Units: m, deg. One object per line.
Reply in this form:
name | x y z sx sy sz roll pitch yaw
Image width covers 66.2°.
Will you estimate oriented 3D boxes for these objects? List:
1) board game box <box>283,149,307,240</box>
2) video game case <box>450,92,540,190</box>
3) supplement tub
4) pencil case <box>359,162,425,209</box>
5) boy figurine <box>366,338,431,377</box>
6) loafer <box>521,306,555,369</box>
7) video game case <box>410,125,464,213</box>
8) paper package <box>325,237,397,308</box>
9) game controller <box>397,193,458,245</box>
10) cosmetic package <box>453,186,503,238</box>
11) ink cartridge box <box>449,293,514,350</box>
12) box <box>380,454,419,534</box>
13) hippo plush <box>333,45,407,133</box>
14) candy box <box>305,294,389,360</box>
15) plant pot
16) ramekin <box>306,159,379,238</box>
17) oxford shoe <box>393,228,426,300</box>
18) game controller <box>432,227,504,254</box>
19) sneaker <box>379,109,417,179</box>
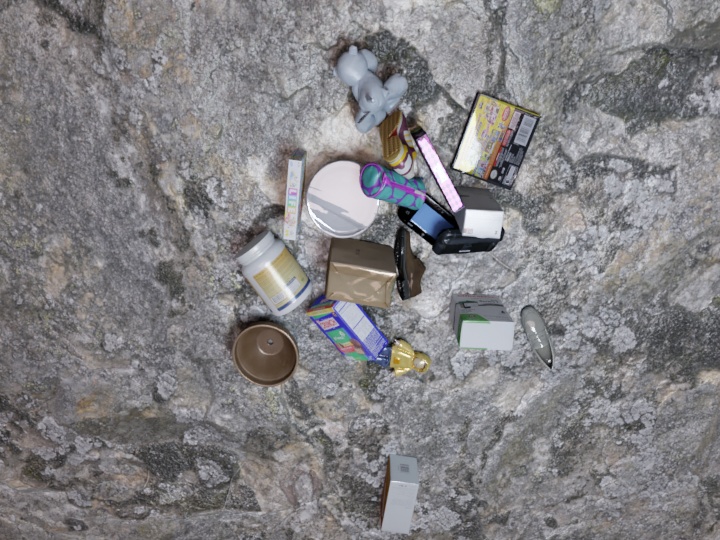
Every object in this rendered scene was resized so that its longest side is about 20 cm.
board game box | -0.171 -0.200 1.450 0.033 0.135 0.206 7 112 -2
video game case | 0.352 -0.336 1.448 0.175 0.026 0.205 17 111 -6
supplement tub | -0.239 0.006 1.523 0.142 0.145 0.202 -31 108 12
pencil case | 0.086 -0.211 1.394 0.091 0.197 0.088 10 93 42
boy figurine | 0.116 0.269 1.662 0.193 0.065 0.128 13 108 -1
loafer | 0.528 0.200 1.624 0.068 0.070 0.203 -26 108 11
video game case | 0.191 -0.260 1.394 0.035 0.182 0.203 -28 106 11
paper package | 0.000 0.000 1.489 0.184 0.201 0.107 9 112 -4
game controller | 0.198 -0.133 1.519 0.198 0.042 0.105 36 107 -11
cosmetic package | 0.299 -0.153 1.424 0.098 0.201 0.076 4 113 -1
ink cartridge box | 0.332 0.140 1.537 0.141 0.201 0.087 2 109 -1
box | 0.126 0.730 1.804 0.094 0.125 0.206 8 111 -2
hippo plush | 0.000 -0.446 1.352 0.162 0.199 0.159 48 138 3
candy box | -0.039 0.160 1.568 0.077 0.168 0.201 -46 106 -28
plant pot | -0.275 0.233 1.638 0.193 0.093 0.208 0 110 1
ramekin | -0.045 -0.198 1.470 0.195 0.095 0.209 0 111 0
oxford shoe | 0.140 -0.023 1.555 0.082 0.073 0.206 -12 113 -12
game controller | 0.290 -0.081 1.488 0.193 0.105 0.043 -3 68 -17
sneaker | 0.098 -0.314 1.386 0.074 0.205 0.090 -23 133 29
